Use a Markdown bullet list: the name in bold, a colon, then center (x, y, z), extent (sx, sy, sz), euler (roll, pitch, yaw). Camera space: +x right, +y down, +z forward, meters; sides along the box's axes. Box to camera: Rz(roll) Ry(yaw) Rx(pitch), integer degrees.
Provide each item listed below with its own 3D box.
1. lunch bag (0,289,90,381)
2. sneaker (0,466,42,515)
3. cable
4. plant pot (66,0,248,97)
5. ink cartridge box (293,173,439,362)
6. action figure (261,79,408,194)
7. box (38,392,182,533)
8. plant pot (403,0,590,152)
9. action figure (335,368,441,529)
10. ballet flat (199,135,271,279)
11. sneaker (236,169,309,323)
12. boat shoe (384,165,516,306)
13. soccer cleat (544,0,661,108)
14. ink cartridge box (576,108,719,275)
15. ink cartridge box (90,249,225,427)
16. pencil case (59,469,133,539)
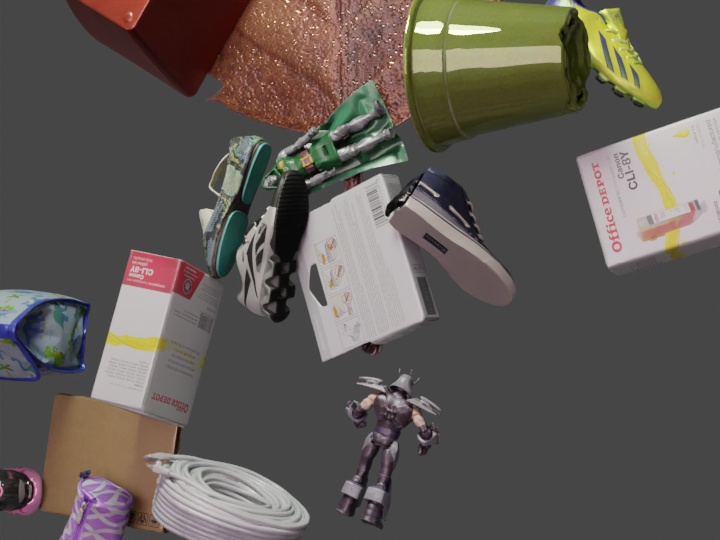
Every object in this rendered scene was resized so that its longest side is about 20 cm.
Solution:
- **lunch bag**: center (-0.489, 0.085, 1.816), extent (0.167, 0.200, 0.130), euler (1, 83, 17)
- **sneaker**: center (-0.543, 0.307, 1.856), extent (0.197, 0.095, 0.080), euler (-8, 82, 26)
- **cable**: center (-0.165, 0.302, 1.679), extent (0.199, 0.199, 0.070), euler (26, 97, 37)
- **plant pot**: center (-0.291, -0.390, 1.826), extent (0.199, 0.176, 0.202), euler (32, 93, 20)
- **ink cartridge box**: center (0.000, 0.000, 1.748), extent (0.172, 0.043, 0.203), euler (-25, 75, 34)
- **action figure**: center (-0.047, -0.156, 1.781), extent (0.198, 0.055, 0.120), euler (-28, 78, 17)
- **box**: center (-0.344, 0.264, 1.837), extent (0.197, 0.021, 0.166), euler (6, 85, 19)
- **plant pot**: center (0.175, -0.251, 1.620), extent (0.187, 0.199, 0.204), euler (-1, 82, 26)
- **action figure**: center (0.029, 0.220, 1.698), extent (0.129, 0.069, 0.203), euler (18, 85, 27)
- **ballet flat**: center (-0.181, -0.089, 1.809), extent (0.073, 0.074, 0.203), euler (17, 79, 19)
- **sneaker**: center (-0.127, -0.040, 1.770), extent (0.088, 0.074, 0.203), euler (17, 99, 33)
- **boat shoe**: center (0.132, -0.049, 1.695), extent (0.199, 0.075, 0.093), euler (41, 54, -6)
- **soccer cleat**: center (0.311, -0.284, 1.668), extent (0.084, 0.065, 0.200), euler (-47, 71, 10)
- **ink cartridge box**: center (0.376, -0.093, 1.604), extent (0.197, 0.083, 0.147), euler (-18, 78, 16)
- **ink cartridge box**: center (-0.265, 0.092, 1.758), extent (0.082, 0.145, 0.203), euler (10, 79, 20)
- **pencil case**: center (-0.370, 0.377, 1.784), extent (0.083, 0.085, 0.203), euler (23, 101, 16)
